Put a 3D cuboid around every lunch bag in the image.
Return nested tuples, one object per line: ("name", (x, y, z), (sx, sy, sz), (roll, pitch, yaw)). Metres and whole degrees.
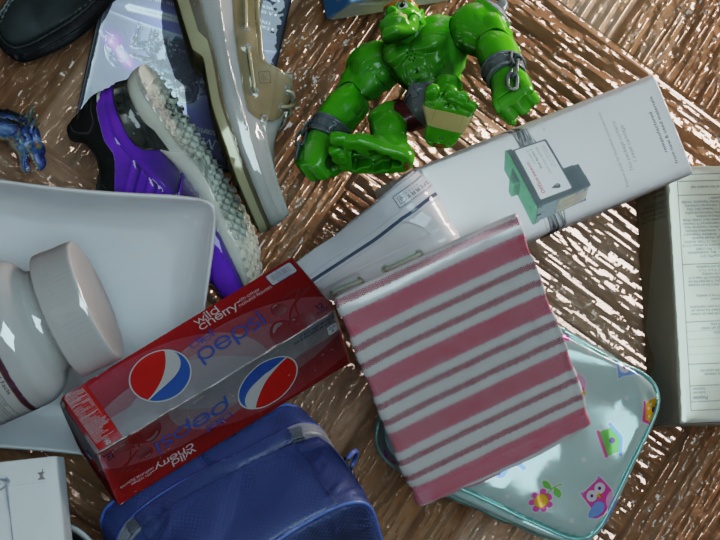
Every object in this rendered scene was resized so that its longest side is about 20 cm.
("lunch bag", (-0.080, 0.190, 1.635), (0.200, 0.136, 0.132), (-29, 50, -14))
("lunch bag", (0.113, 0.113, 1.724), (0.199, 0.077, 0.161), (26, 86, -6))

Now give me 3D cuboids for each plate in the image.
("plate", (-0.211, 0.036, 1.659), (0.199, 0.032, 0.200), (5, 99, -1))

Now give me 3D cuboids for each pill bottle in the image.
("pill bottle", (-0.276, 0.060, 1.592), (0.199, 0.110, 0.110), (-24, 90, 4))

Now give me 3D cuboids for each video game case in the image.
("video game case", (-0.130, -0.185, 1.730), (0.142, 0.019, 0.201), (13, 83, -10))

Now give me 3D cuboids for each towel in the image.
("towel", (0.075, 0.066, 1.623), (0.146, 0.030, 0.200), (-25, 121, -5))

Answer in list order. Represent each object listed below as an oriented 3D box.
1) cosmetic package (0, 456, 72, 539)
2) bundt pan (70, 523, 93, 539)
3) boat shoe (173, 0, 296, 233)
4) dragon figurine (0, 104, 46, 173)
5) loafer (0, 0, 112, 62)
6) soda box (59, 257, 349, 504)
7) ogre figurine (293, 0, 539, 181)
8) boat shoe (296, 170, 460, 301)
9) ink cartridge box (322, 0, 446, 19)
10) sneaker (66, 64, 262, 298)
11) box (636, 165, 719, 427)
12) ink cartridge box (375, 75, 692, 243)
("cosmetic package", (-0.298, 0.214, 1.564), (0.199, 0.052, 0.151), (-7, 83, -2))
("bundt pan", (-0.260, 0.264, 1.623), (0.201, 0.076, 0.203), (0, 86, -1))
("boat shoe", (-0.082, -0.131, 1.689), (0.068, 0.075, 0.201), (-17, 88, -7))
("dragon figurine", (-0.313, -0.141, 1.667), (0.099, 0.059, 0.200), (-36, 93, -13))
("loafer", (-0.199, -0.238, 1.680), (0.201, 0.070, 0.068), (-43, 77, 0))
("soda box", (-0.110, 0.078, 1.606), (0.200, 0.070, 0.063), (-31, 54, -13))
("ogre figurine", (0.043, -0.139, 1.694), (0.098, 0.200, 0.120), (30, 47, -24))
("boat shoe", (0.000, 0.000, 1.651), (0.073, 0.200, 0.067), (-36, 89, -36))
("ink cartridge box", (0.015, -0.305, 1.743), (0.115, 0.067, 0.201), (-12, 87, -17))
("sneaker", (-0.151, -0.049, 1.693), (0.099, 0.070, 0.201), (-26, 105, 13))
("box", (0.274, 0.021, 1.765), (0.095, 0.078, 0.201), (0, 85, -13))
("ink cartridge box", (0.127, -0.066, 1.709), (0.199, 0.146, 0.085), (-23, 90, -12))
